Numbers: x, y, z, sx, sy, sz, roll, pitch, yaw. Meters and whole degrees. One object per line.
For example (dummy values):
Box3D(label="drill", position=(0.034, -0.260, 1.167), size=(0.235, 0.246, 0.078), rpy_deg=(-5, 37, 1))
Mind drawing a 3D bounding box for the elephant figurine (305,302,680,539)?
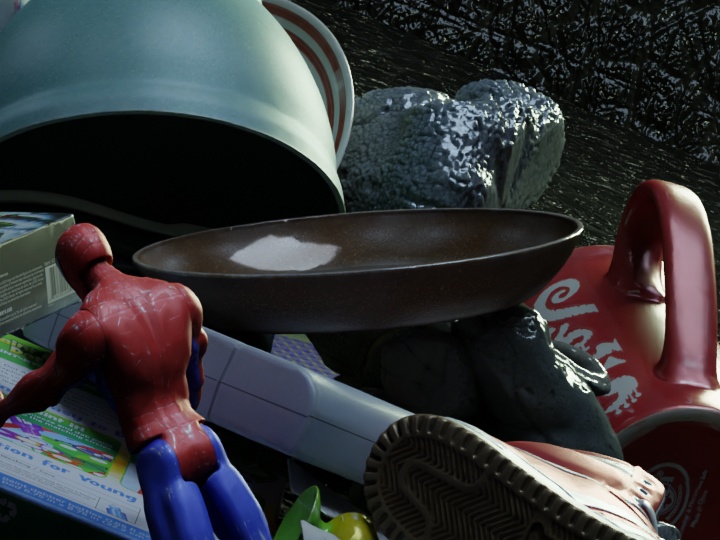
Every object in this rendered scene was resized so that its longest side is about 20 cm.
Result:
Box3D(label="elephant figurine", position=(0.051, 0.064, 1.244), size=(0.141, 0.156, 0.200), rpy_deg=(-19, 8, 1))

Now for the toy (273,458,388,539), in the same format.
Box3D(label="toy", position=(0.047, 0.154, 1.007), size=(0.200, 0.047, 0.115), rpy_deg=(37, 8, -12))

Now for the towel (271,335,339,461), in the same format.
Box3D(label="towel", position=(-0.022, 0.064, 1.379), size=(0.143, 0.023, 0.200), rpy_deg=(16, 13, -29))

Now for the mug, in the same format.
Box3D(label="mug", position=(0.134, 0.063, 1.350), size=(0.133, 0.179, 0.200), rpy_deg=(-16, 21, -1))

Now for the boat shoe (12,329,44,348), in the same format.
Box3D(label="boat shoe", position=(-0.174, 0.003, 1.210), size=(0.199, 0.075, 0.062), rpy_deg=(27, -21, 1))

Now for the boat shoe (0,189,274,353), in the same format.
Box3D(label="boat shoe", position=(-0.133, 0.014, 1.281), size=(0.198, 0.075, 0.066), rpy_deg=(11, 44, -18))

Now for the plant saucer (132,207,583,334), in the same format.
Box3D(label="plant saucer", position=(0.000, 0.000, 1.169), size=(0.199, 0.032, 0.200), rpy_deg=(-5, 8, 1))

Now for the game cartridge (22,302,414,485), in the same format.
Box3D(label="game cartridge", position=(-0.048, 0.049, 1.093), size=(0.133, 0.042, 0.199), rpy_deg=(30, -7, -41))

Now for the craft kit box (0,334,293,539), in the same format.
Box3D(label="craft kit box", position=(-0.130, 0.078, 1.060), size=(0.199, 0.049, 0.198), rpy_deg=(23, 14, -2))

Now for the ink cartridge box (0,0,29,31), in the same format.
Box3D(label="ink cartridge box", position=(-0.230, -0.092, 1.366), size=(0.085, 0.148, 0.200), rpy_deg=(21, 10, 12))

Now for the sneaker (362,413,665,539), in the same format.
Box3D(label="sneaker", position=(0.100, 0.124, 0.976), size=(0.200, 0.071, 0.112), rpy_deg=(40, 13, 31))

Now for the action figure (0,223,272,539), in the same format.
Box3D(label="action figure", position=(-0.073, 0.083, 0.943), size=(0.065, 0.099, 0.201), rpy_deg=(-16, 78, -38))

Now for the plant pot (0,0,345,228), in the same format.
Box3D(label="plant pot", position=(-0.108, -0.081, 1.330), size=(0.199, 0.200, 0.135), rpy_deg=(16, 56, -29))

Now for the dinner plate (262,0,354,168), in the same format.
Box3D(label="dinner plate", position=(-0.093, -0.066, 1.457), size=(0.200, 0.200, 0.024), rpy_deg=(32, -15, 38))

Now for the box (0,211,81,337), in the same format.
Box3D(label="box", position=(-0.213, 0.014, 0.996), size=(0.136, 0.040, 0.200), rpy_deg=(1, 12, 23))

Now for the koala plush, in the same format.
Box3D(label="koala plush", position=(-0.009, -0.048, 1.504), size=(0.199, 0.178, 0.184), rpy_deg=(17, 0, 16))
